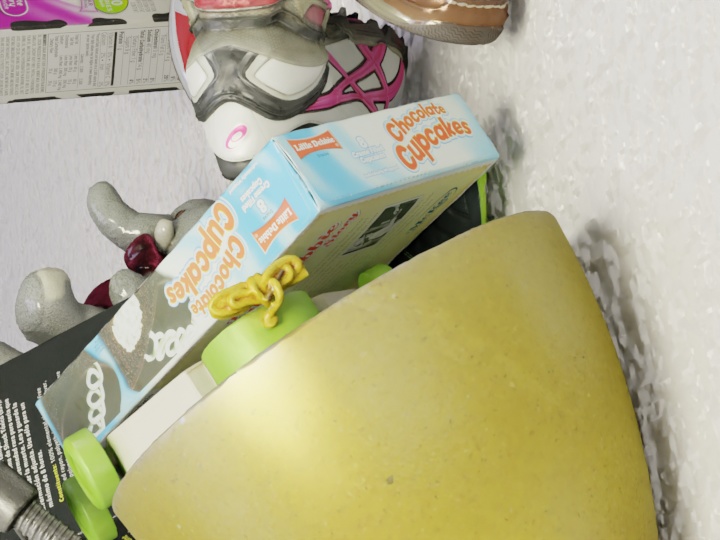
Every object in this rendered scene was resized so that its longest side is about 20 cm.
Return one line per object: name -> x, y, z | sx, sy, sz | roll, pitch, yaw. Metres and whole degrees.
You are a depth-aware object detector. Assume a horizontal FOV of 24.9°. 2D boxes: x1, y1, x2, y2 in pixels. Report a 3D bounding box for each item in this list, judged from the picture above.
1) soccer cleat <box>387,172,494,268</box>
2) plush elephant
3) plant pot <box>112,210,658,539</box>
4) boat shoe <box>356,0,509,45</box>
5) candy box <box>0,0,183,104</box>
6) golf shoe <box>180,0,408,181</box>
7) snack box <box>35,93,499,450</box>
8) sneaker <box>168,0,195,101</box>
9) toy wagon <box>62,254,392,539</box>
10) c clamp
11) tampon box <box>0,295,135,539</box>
soccer cleat -> 0.000, 0.000, 0.767 | 0.200, 0.081, 0.068 | 131, 130, -60
plush elephant -> -0.126, 0.011, 1.018 | 0.165, 0.200, 0.155 | 130, 154, -60
plant pot -> 0.030, 0.094, 0.606 | 0.142, 0.200, 0.200 | 56, 151, 14
boat shoe -> 0.012, -0.179, 0.706 | 0.200, 0.076, 0.072 | 62, 143, 33
candy box -> -0.179, -0.172, 1.023 | 0.061, 0.200, 0.136 | 104, 150, -42
golf shoe -> -0.029, -0.074, 0.723 | 0.200, 0.072, 0.092 | 3, -93, -72
snack box -> -0.042, 0.006, 0.687 | 0.200, 0.116, 0.037 | -44, 74, 39
sneaker -> -0.068, -0.180, 0.914 | 0.112, 0.071, 0.200 | 130, 133, -66
toy wagon -> -0.047, 0.052, 0.672 | 0.040, 0.155, 0.200 | 56, 160, 12
c clamp -> -0.095, 0.132, 0.650 | 0.200, 0.027, 0.171 | 39, 162, -1
tampon box -> -0.122, 0.117, 0.886 | 0.150, 0.200, 0.126 | 53, -166, -52
